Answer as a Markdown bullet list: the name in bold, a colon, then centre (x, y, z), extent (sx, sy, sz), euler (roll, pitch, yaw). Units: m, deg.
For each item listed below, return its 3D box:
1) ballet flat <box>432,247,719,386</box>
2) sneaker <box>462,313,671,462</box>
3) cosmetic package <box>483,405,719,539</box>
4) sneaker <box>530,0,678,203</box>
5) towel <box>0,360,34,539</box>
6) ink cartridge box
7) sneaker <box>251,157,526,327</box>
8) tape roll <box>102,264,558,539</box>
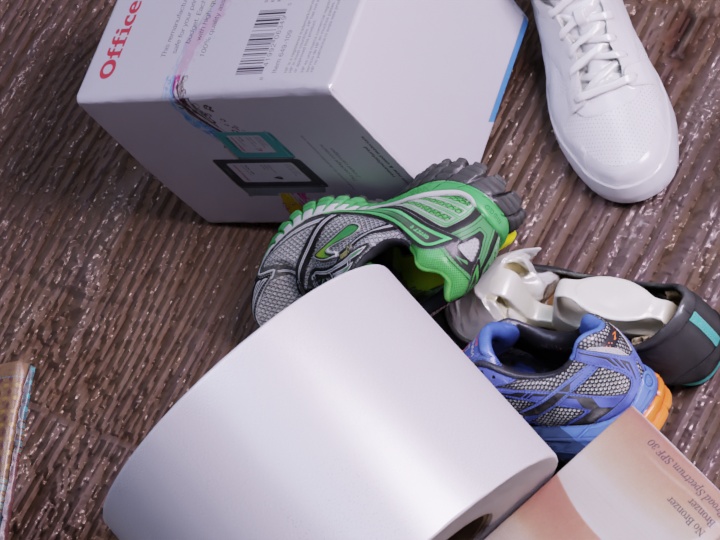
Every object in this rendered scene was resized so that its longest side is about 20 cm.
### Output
- **ballet flat**: centre (0.110, 0.020, 1.581), extent (0.199, 0.068, 0.068), euler (3, 61, 28)
- **sneaker**: centre (0.070, 0.063, 1.553), extent (0.199, 0.079, 0.075), euler (-12, 31, 24)
- **cosmetic package**: centre (0.109, 0.182, 1.468), extent (0.200, 0.087, 0.103), euler (-43, 53, -4)
- **sneaker**: centre (0.126, -0.142, 1.646), extent (0.073, 0.116, 0.201), euler (-22, 54, 10)
- **towel**: centre (-0.271, 0.132, 1.629), extent (0.199, 0.022, 0.148), euler (-10, 64, 38)
- **ink cartridge box**: centre (-0.034, -0.126, 1.675), extent (0.199, 0.146, 0.147), euler (1, 60, 39)
- **sneaker**: centre (0.000, 0.000, 1.601), extent (0.200, 0.078, 0.085), euler (-25, 21, 47)
- **tape roll**: centre (-0.015, 0.114, 1.457), extent (0.203, 0.203, 0.139), euler (-41, 77, -3)
